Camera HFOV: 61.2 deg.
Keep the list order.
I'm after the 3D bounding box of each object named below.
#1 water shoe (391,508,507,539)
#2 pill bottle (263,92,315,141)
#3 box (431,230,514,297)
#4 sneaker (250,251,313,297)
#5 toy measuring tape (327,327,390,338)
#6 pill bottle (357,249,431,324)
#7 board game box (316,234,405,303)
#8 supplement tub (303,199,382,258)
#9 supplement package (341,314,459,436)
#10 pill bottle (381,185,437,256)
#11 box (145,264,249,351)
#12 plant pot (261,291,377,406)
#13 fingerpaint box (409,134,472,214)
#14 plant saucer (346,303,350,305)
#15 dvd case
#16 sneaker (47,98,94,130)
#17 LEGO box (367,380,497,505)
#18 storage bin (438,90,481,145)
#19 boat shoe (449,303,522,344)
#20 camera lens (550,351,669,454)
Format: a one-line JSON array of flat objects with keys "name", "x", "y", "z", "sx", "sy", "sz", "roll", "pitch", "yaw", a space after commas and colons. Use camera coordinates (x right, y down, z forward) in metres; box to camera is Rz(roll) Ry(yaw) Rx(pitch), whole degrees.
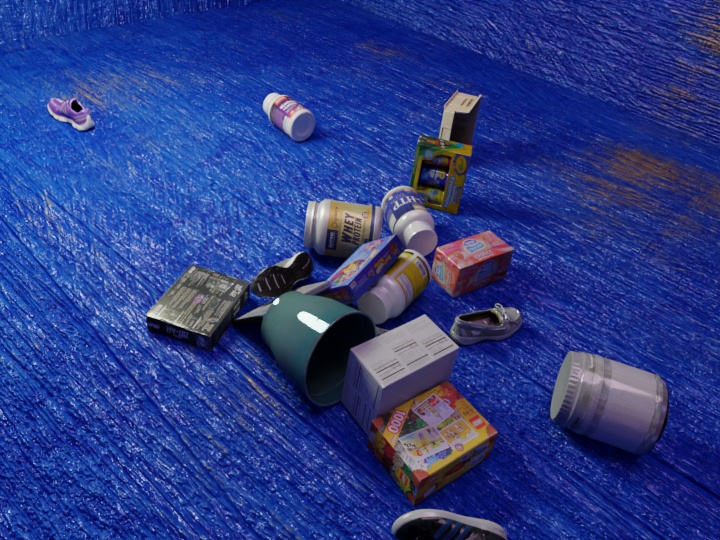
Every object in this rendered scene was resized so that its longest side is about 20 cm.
[{"name": "water shoe", "x": 0.149, "y": 0.446, "z": 0.994, "sx": 0.195, "sy": 0.073, "sz": 0.080, "roll": 7, "pitch": 39, "yaw": -3}, {"name": "pill bottle", "x": -0.257, "y": -0.547, "z": 2.142, "sx": 0.110, "sy": 0.113, "sz": 0.199, "roll": -22, "pitch": 47, "yaw": -34}, {"name": "box", "x": 0.293, "y": -0.020, "z": 1.601, "sx": 0.197, "sy": 0.096, "sz": 0.103, "roll": -17, "pitch": 43, "yaw": -30}, {"name": "sneaker", "x": -0.195, "y": 0.019, "z": 1.466, "sx": 0.078, "sy": 0.075, "sz": 0.199, "roll": -18, "pitch": 8, "yaw": 37}, {"name": "toy measuring tape", "x": -0.014, "y": 0.140, "z": 1.354, "sx": 0.196, "sy": 0.075, "sz": 0.074, "roll": 16, "pitch": 37, "yaw": 9}, {"name": "pill bottle", "x": 0.080, "y": 0.041, "z": 1.463, "sx": 0.111, "sy": 0.114, "sz": 0.199, "roll": 27, "pitch": 41, "yaw": 22}, {"name": "board game box", "x": 0.000, "y": 0.000, "z": 1.434, "sx": 0.133, "sy": 0.045, "sz": 0.200, "roll": -14, "pitch": 26, "yaw": 51}, {"name": "supplement tub", "x": -0.046, "y": -0.107, "z": 1.598, "sx": 0.195, "sy": 0.147, "sz": 0.146, "roll": 7, "pitch": 37, "yaw": -2}, {"name": "supplement package", "x": 0.076, "y": 0.209, "z": 1.211, "sx": 0.197, "sy": 0.158, "sz": 0.111, "roll": -20, "pitch": 47, "yaw": -32}, {"name": "pill bottle", "x": 0.139, "y": -0.134, "z": 1.693, "sx": 0.117, "sy": 0.122, "sz": 0.202, "roll": -4, "pitch": 39, "yaw": -17}, {"name": "box", "x": -0.362, "y": 0.078, "z": 1.378, "sx": 0.157, "sy": 0.044, "sz": 0.201, "roll": 16, "pitch": 38, "yaw": 8}, {"name": "plant pot", "x": -0.098, "y": 0.140, "z": 1.247, "sx": 0.198, "sy": 0.204, "sz": 0.186, "roll": -26, "pitch": 39, "yaw": -37}, {"name": "fingerpaint box", "x": 0.237, "y": -0.289, "z": 1.845, "sx": 0.163, "sy": 0.203, "sz": 0.074, "roll": 14, "pitch": 38, "yaw": 6}, {"name": "plant saucer", "x": -0.107, "y": 0.098, "z": 1.429, "sx": 0.069, "sy": 0.019, "sz": 0.199, "roll": 31, "pitch": 42, "yaw": 25}, {"name": "dvd case", "x": -0.179, "y": 0.075, "z": 1.371, "sx": 0.198, "sy": 0.018, "sz": 0.141, "roll": -28, "pitch": 9, "yaw": -38}, {"name": "sneaker", "x": -0.949, "y": -0.533, "z": 2.001, "sx": 0.197, "sy": 0.085, "sz": 0.081, "roll": 26, "pitch": 40, "yaw": 22}, {"name": "LEGO box", "x": 0.134, "y": 0.319, "z": 1.148, "sx": 0.197, "sy": 0.078, "sz": 0.149, "roll": -20, "pitch": 46, "yaw": -32}, {"name": "storage bin", "x": 0.339, "y": -0.495, "z": 2.129, "sx": 0.092, "sy": 0.203, "sz": 0.199, "roll": 18, "pitch": 38, "yaw": 15}, {"name": "boat shoe", "x": 0.305, "y": 0.121, "z": 1.447, "sx": 0.198, "sy": 0.066, "sz": 0.075, "roll": -8, "pitch": 41, "yaw": -22}, {"name": "camera lens", "x": 0.501, "y": 0.264, "z": 1.227, "sx": 0.196, "sy": 0.163, "sz": 0.161, "roll": 18, "pitch": 38, "yaw": 11}]
